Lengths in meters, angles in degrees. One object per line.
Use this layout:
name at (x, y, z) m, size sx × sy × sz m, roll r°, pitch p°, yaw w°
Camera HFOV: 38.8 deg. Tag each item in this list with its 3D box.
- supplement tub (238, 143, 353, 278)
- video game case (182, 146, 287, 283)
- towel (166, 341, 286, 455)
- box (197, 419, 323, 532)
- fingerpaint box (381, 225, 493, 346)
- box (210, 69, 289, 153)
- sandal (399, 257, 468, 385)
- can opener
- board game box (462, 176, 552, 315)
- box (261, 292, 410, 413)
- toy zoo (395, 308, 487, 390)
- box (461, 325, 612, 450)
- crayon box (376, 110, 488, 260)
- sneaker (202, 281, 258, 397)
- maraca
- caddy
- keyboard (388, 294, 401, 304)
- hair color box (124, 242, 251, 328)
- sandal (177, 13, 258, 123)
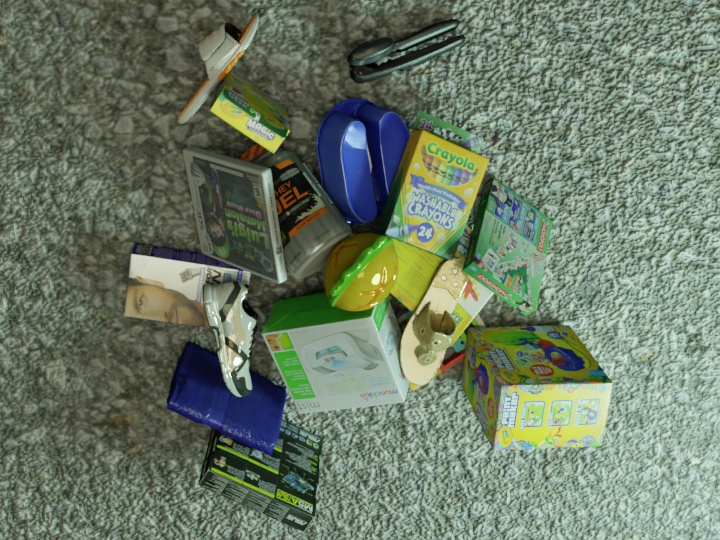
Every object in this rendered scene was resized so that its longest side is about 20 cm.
supplement tub at (-0.111, -0.100, 1.600) m, size 0.122 × 0.122 × 0.201 m, roll -38°, pitch 80°, yaw 7°
video game case at (-0.196, -0.088, 1.587) m, size 0.023 × 0.198 × 0.185 m, roll -29°, pitch 124°, yaw -37°
towel at (-0.224, 0.217, 1.709) m, size 0.198 × 0.149 × 0.050 m, roll 27°, pitch 128°, yaw -14°
box at (-0.161, 0.319, 1.714) m, size 0.198 × 0.194 × 0.048 m, roll 27°, pitch 122°, yaw -14°
fingerpaint box at (0.122, -0.007, 1.678) m, size 0.199 × 0.073 × 0.168 m, roll 39°, pitch 89°, yaw -7°
box at (-0.164, -0.239, 1.536) m, size 0.116 × 0.200 × 0.049 m, roll 33°, pitch 102°, yaw -14°
sandal at (0.118, 0.083, 1.612) m, size 0.076 × 0.070 × 0.215 m, roll 20°, pitch 93°, yaw -6°
can opener at (0.073, -0.342, 1.604) m, size 0.197 × 0.079 × 0.065 m, roll -17°, pitch 101°, yaw -10°
board game box at (0.241, -0.042, 1.653) m, size 0.134 × 0.202 × 0.029 m, roll 35°, pitch 137°, yaw -16°
box at (-0.034, 0.130, 1.676) m, size 0.196 × 0.097 × 0.179 m, roll -8°, pitch 121°, yaw 21°
toy zoo at (0.115, 0.119, 1.772) m, size 0.198 × 0.020 × 0.132 m, roll -33°, pitch 108°, yaw 5°
box at (0.288, 0.192, 1.707) m, size 0.189 × 0.201 × 0.124 m, roll -1°, pitch 114°, yaw -11°
crayon box at (0.118, -0.133, 1.595) m, size 0.124 × 0.051 × 0.203 m, roll 19°, pitch 90°, yaw -20°
sneaker at (-0.197, 0.111, 1.648) m, size 0.078 × 0.074 × 0.203 m, roll -12°, pitch 112°, yaw -3°
maraca at (0.000, 0.000, 1.532) m, size 0.107 × 0.200 × 0.138 m, roll 41°, pitch 87°, yaw 7°
caddy at (0.004, -0.170, 1.629) m, size 0.139 × 0.105 × 0.204 m, roll -17°, pitch 110°, yaw -24°
keyboard at (0.079, 0.005, 1.731) m, size 0.197 × 0.040 × 0.106 m, roll -26°, pitch 96°, yaw -3°
hair color box at (-0.282, 0.029, 1.681) m, size 0.196 × 0.065 × 0.111 m, roll 9°, pitch 107°, yaw -7°
sandal at (-0.232, -0.318, 1.568) m, size 0.059 × 0.079 × 0.207 m, roll 37°, pitch 102°, yaw -18°
